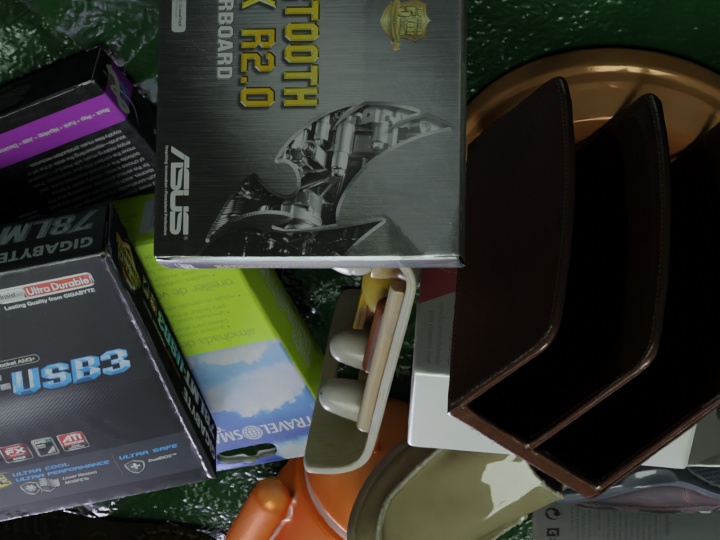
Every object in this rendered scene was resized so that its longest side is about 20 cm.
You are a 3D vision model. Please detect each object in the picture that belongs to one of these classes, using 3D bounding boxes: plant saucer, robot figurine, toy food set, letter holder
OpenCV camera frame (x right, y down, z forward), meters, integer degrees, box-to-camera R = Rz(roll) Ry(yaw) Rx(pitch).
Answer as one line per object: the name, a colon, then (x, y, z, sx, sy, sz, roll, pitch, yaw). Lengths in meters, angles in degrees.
plant saucer: (0.144, -0.041, 1.426, 0.200, 0.038, 0.200, 3, 137, 3)
robot figurine: (-0.002, 0.159, 1.595, 0.144, 0.117, 0.200, 31, 131, -5)
toy food set: (0.000, 0.000, 1.409, 0.060, 0.144, 0.200, 13, 136, -2)
letter holder: (0.132, -0.011, 1.288, 0.100, 0.200, 0.142, 32, 130, -23)

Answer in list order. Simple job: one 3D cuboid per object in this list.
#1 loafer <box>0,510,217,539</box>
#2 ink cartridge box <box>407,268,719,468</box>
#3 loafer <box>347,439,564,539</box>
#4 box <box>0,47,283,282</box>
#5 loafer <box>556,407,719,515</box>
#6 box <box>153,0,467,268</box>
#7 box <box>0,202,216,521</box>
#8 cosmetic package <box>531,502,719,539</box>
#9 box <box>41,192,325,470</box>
loafer: (-0.162, 0.214, 1.704, 0.200, 0.076, 0.068, 16, 137, 4)
ink cartridge box: (0.130, 0.044, 1.406, 0.199, 0.117, 0.068, 5, 135, 1)
loafer: (0.078, 0.118, 1.491, 0.076, 0.200, 0.067, 55, 163, -17)
box: (-0.156, -0.033, 1.472, 0.143, 0.036, 0.200, -18, 130, 25)
loafer: (0.207, 0.121, 1.575, 0.199, 0.072, 0.063, -4, 155, 20)
box: (-0.024, -0.101, 1.278, 0.158, 0.201, 0.048, 0, 173, 7)
box: (-0.205, 0.061, 1.438, 0.199, 0.050, 0.199, -11, 135, 9)
cosmetic package: (0.215, 0.207, 1.649, 0.199, 0.071, 0.102, -1, 135, 8)
box: (-0.098, 0.038, 1.479, 0.122, 0.048, 0.200, -11, 134, 19)
